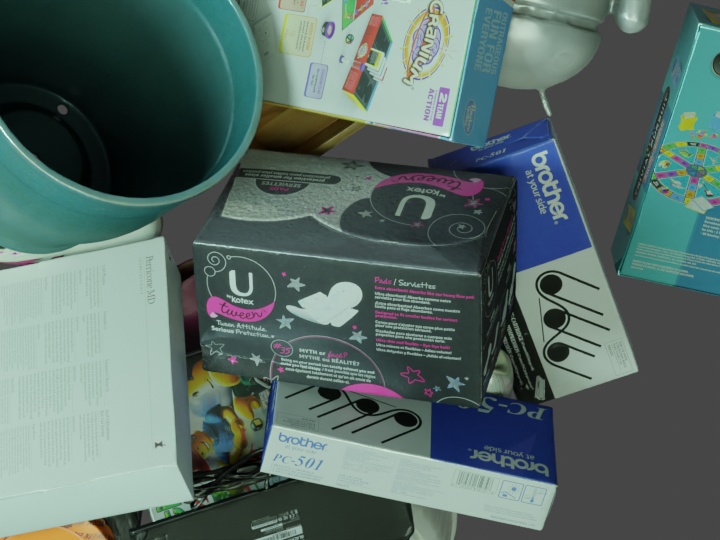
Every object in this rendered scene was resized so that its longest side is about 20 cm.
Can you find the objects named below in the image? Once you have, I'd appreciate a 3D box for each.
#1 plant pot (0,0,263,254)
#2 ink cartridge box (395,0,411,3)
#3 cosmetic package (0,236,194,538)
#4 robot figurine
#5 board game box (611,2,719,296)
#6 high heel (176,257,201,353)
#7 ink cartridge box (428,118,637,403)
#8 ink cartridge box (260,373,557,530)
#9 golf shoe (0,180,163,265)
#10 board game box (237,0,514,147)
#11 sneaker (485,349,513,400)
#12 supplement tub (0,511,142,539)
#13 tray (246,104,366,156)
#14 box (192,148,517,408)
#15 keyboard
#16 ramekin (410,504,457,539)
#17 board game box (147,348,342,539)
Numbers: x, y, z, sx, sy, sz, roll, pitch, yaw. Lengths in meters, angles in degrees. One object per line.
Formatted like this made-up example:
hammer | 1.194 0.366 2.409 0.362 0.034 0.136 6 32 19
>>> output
plant pot | -0.194 -0.102 1.504 0.200 0.200 0.188 30 148 -14
ink cartridge box | -0.022 -0.254 1.445 0.200 0.048 0.146 15 101 36
cosmetic package | -0.197 0.079 1.556 0.151 0.200 0.052 -12 141 7
robot figurine | 0.115 -0.208 1.498 0.169 0.113 0.200 12 94 3
board game box | 0.282 -0.078 1.617 0.151 0.047 0.200 12 115 -7
high heel | -0.195 0.030 1.650 0.200 0.067 0.096 -6 127 -14
ink cartridge box | 0.127 -0.003 1.644 0.094 0.044 0.200 -19 114 8
ink cartridge box | 0.035 0.116 1.559 0.200 0.094 0.044 12 122 -6
golf shoe | -0.242 -0.031 1.608 0.200 0.092 0.073 5 113 -6
board game box | 0.007 -0.172 1.479 0.200 0.040 0.153 15 95 37
sneaker | 0.029 0.056 1.639 0.200 0.081 0.088 24 127 4
supplement tub | -0.218 0.160 1.639 0.122 0.200 0.123 0 115 -1
tray | -0.011 -0.155 1.582 0.200 0.037 0.099 -33 111 13
box | 0.000 0.000 1.551 0.200 0.132 0.115 8 126 12
keyboard | -0.065 0.169 1.587 0.200 0.040 0.104 -16 112 -13
ramekin | -0.024 0.207 1.718 0.200 0.105 0.200 -1 116 -1
board game box | -0.092 0.154 1.611 0.126 0.035 0.200 -18 89 -10
